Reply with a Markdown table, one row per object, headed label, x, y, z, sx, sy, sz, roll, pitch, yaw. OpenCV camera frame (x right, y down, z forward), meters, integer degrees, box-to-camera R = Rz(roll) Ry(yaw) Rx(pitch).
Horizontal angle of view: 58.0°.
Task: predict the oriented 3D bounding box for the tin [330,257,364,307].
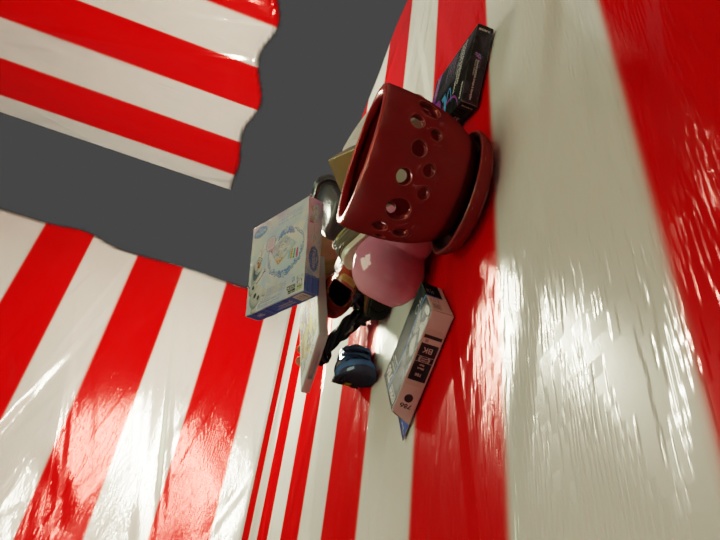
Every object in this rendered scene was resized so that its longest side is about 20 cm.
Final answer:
| label | x | y | z | sx | sy | sz | roll | pitch | yaw |
| --- | --- | --- | --- | --- | --- | --- | --- | --- | --- |
| tin | 0.000 | 0.000 | 1.326 | 0.202 | 0.109 | 0.043 | 117 | 154 | -44 |

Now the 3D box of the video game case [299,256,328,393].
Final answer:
| label | x | y | z | sx | sy | sz | roll | pitch | yaw |
| --- | --- | --- | --- | --- | --- | --- | --- | --- | --- |
| video game case | -0.096 | 0.107 | 1.299 | 0.203 | 0.022 | 0.185 | -96 | 18 | -44 |

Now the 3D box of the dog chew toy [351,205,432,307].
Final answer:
| label | x | y | z | sx | sy | sz | roll | pitch | yaw |
| --- | --- | --- | --- | --- | --- | --- | --- | --- | --- |
| dog chew toy | 0.066 | -0.048 | 1.046 | 0.204 | 0.122 | 0.125 | -65 | 10 | 4 |

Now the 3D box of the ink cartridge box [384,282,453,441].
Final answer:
| label | x | y | z | sx | sy | sz | roll | pitch | yaw |
| --- | --- | --- | --- | --- | --- | --- | --- | --- | --- |
| ink cartridge box | 0.074 | 0.129 | 0.929 | 0.100 | 0.038 | 0.205 | -104 | 31 | -70 |

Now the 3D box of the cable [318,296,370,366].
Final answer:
| label | x | y | z | sx | sy | sz | roll | pitch | yaw |
| --- | --- | --- | --- | --- | --- | --- | --- | --- | --- |
| cable | -0.038 | 0.137 | 1.339 | 0.164 | 0.051 | 0.200 | -49 | -1 | -23 |

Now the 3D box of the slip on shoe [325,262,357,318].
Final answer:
| label | x | y | z | sx | sy | sz | roll | pitch | yaw |
| --- | --- | --- | --- | --- | --- | --- | --- | --- | --- |
| slip on shoe | -0.044 | 0.046 | 1.272 | 0.062 | 0.073 | 0.201 | -56 | 1 | -33 |

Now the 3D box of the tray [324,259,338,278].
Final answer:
| label | x | y | z | sx | sy | sz | roll | pitch | yaw |
| --- | --- | --- | --- | --- | --- | --- | --- | --- | --- |
| tray | -0.072 | 0.015 | 1.409 | 0.099 | 0.193 | 0.038 | 92 | 173 | -63 |

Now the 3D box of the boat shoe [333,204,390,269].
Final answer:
| label | x | y | z | sx | sy | sz | roll | pitch | yaw |
| --- | --- | --- | --- | --- | --- | --- | --- | --- | --- |
| boat shoe | 0.039 | -0.085 | 1.122 | 0.200 | 0.073 | 0.060 | -38 | 45 | -5 |

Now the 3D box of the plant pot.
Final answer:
| label | x | y | z | sx | sy | sz | roll | pitch | yaw |
| --- | --- | --- | --- | --- | --- | --- | --- | --- | --- |
| plant pot | 0.079 | -0.134 | 0.906 | 0.200 | 0.178 | 0.206 | -164 | 90 | -80 |

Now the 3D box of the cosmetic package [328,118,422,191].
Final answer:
| label | x | y | z | sx | sy | sz | roll | pitch | yaw |
| --- | --- | --- | --- | --- | --- | --- | --- | --- | --- |
| cosmetic package | 0.042 | -0.190 | 1.165 | 0.197 | 0.107 | 0.071 | -15 | 15 | 47 |

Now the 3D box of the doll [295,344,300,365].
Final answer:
| label | x | y | z | sx | sy | sz | roll | pitch | yaw |
| --- | --- | --- | --- | --- | --- | --- | --- | --- | --- |
| doll | -0.181 | 0.242 | 2.161 | 0.200 | 0.047 | 0.141 | -88 | 7 | -77 |

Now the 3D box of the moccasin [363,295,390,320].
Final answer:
| label | x | y | z | sx | sy | sz | roll | pitch | yaw |
| --- | --- | --- | --- | --- | --- | --- | --- | --- | --- |
| moccasin | 0.050 | -0.009 | 1.214 | 0.078 | 0.071 | 0.206 | -108 | 25 | -59 |

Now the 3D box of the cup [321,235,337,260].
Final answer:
| label | x | y | z | sx | sy | sz | roll | pitch | yaw |
| --- | --- | --- | --- | --- | --- | --- | --- | --- | --- |
| cup | -0.068 | -0.020 | 1.674 | 0.200 | 0.139 | 0.206 | -163 | 90 | -81 |

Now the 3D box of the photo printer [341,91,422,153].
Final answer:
| label | x | y | z | sx | sy | sz | roll | pitch | yaw |
| --- | --- | --- | --- | --- | --- | --- | --- | --- | --- |
| photo printer | 0.042 | -0.276 | 1.328 | 0.168 | 0.069 | 0.199 | -56 | 23 | -8 |

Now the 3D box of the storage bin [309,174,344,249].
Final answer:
| label | x | y | z | sx | sy | sz | roll | pitch | yaw |
| --- | --- | --- | --- | --- | --- | --- | --- | --- | --- |
| storage bin | -0.009 | -0.096 | 1.355 | 0.135 | 0.195 | 0.149 | -125 | 53 | -66 |

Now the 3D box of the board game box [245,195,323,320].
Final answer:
| label | x | y | z | sx | sy | sz | roll | pitch | yaw |
| --- | --- | --- | --- | --- | --- | --- | --- | --- | --- |
| board game box | -0.156 | -0.021 | 1.321 | 0.197 | 0.043 | 0.205 | -23 | 58 | 43 |

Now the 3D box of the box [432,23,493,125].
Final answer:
| label | x | y | z | sx | sy | sz | roll | pitch | yaw |
| --- | --- | --- | --- | --- | --- | --- | --- | --- | --- |
| box | 0.165 | -0.309 | 1.129 | 0.200 | 0.035 | 0.147 | 141 | 144 | -71 |

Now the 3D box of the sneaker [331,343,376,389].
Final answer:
| label | x | y | z | sx | sy | sz | roll | pitch | yaw |
| --- | --- | --- | --- | --- | --- | --- | --- | --- | --- |
| sneaker | -0.013 | 0.178 | 1.244 | 0.200 | 0.072 | 0.084 | 142 | 146 | -72 |
